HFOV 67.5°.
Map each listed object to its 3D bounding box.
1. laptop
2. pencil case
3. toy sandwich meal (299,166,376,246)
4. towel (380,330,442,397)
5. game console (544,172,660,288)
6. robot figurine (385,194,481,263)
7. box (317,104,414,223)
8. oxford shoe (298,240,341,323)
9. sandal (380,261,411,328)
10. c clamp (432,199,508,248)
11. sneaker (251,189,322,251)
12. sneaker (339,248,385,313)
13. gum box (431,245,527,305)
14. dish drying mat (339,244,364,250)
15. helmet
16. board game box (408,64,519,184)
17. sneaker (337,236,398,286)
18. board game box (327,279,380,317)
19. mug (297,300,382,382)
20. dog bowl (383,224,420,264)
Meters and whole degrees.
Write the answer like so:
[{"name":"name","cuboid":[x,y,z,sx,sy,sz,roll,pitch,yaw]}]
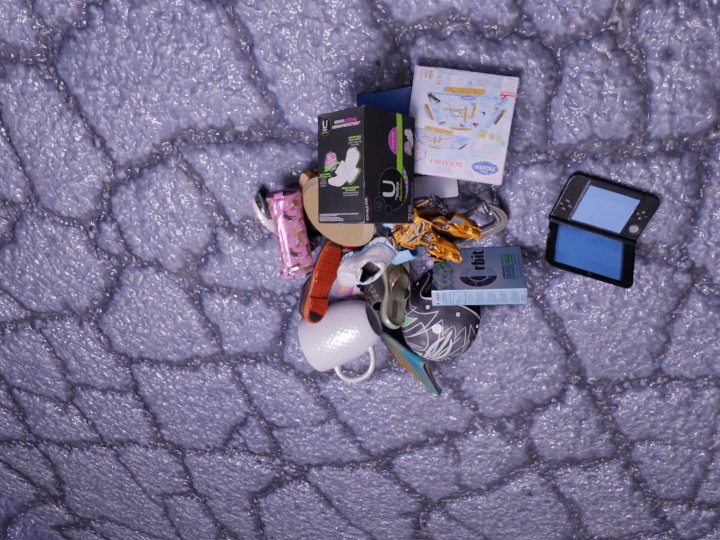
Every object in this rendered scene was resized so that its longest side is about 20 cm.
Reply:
[{"name":"laptop","cuboid":[0.094,-0.250,1.083,0.186,0.201,0.116,-6,157,9]},{"name":"pencil case","cuboid":[-0.156,-0.083,1.194,0.082,0.086,0.201,-16,111,-24]},{"name":"toy sandwich meal","cuboid":[-0.046,-0.140,1.178,0.204,0.070,0.206,26,145,19]},{"name":"towel","cuboid":[0.123,0.228,1.381,0.022,0.200,0.147,-40,129,-13]},{"name":"game console","cuboid":[0.505,-0.083,1.126,0.199,0.119,0.172,16,126,-1]},{"name":"robot figurine","cuboid":[0.151,-0.079,1.110,0.199,0.058,0.145,11,127,-36]},{"name":"box","cuboid":[0.012,-0.188,1.002,0.124,0.148,0.202,5,97,43]},{"name":"oxford shoe","cuboid":[-0.105,0.020,1.278,0.071,0.072,0.201,18,92,-40]},{"name":"sandal","cuboid":[0.091,0.036,1.254,0.079,0.203,0.057,15,157,-30]},{"name":"c clamp","cuboid":[0.221,-0.099,1.187,0.199,0.027,0.171,-21,142,17]},{"name":"sneaker","cuboid":[-0.167,-0.120,1.265,0.086,0.081,0.200,-36,119,14]},{"name":"sneaker","cuboid":[0.010,0.024,1.292,0.199,0.107,0.075,21,142,-5]},{"name":"gum box","cuboid":[0.262,0.010,1.205,0.198,0.170,0.045,-2,124,11]},{"name":"dish drying mat","cuboid":[-0.022,-0.126,1.256,0.076,0.018,0.201,8,126,4]},{"name":"helmet","cuboid":[0.189,0.119,1.277,0.198,0.191,0.201,4,129,5]},{"name":"board game box","cuboid":[0.188,-0.279,1.042,0.198,0.041,0.201,9,97,5]},{"name":"sneaker","cuboid":[0.000,0.000,1.184,0.075,0.087,0.200,36,142,-14]},{"name":"board game box","cuboid":[-0.025,0.101,1.402,0.152,0.040,0.201,24,125,-6]},{"name":"mug","cuboid":[-0.033,0.174,1.321,0.174,0.147,0.201,-24,80,19]},{"name":"dog bowl","cuboid":[0.084,-0.107,1.186,0.049,0.112,0.201,-4,125,29]}]
